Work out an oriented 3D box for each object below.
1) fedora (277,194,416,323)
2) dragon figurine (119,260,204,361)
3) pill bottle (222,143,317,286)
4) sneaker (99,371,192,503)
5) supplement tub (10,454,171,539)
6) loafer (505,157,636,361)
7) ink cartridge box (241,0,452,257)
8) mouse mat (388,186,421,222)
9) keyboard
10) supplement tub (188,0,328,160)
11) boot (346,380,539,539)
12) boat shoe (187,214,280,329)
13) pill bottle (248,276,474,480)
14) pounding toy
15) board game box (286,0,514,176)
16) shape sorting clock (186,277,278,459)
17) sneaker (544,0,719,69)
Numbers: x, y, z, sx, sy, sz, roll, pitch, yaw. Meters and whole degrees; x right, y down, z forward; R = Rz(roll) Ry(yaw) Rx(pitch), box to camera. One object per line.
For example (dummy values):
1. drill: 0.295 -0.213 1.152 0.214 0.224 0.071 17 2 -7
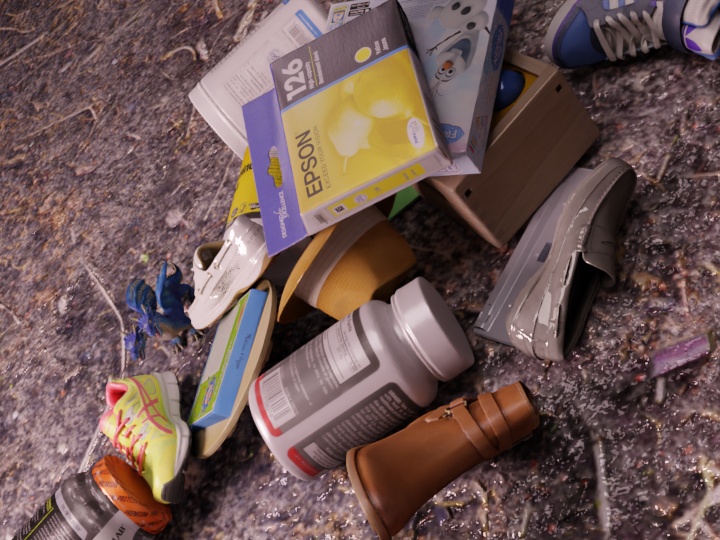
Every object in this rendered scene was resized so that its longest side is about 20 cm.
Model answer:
1. fedora: 0.000 0.000 1.104 0.082 0.201 0.201 38 84 11
2. dragon figurine: -0.240 0.032 1.304 0.058 0.099 0.202 -27 44 19
3. pill bottle: -0.089 -0.093 1.267 0.111 0.112 0.202 -14 50 31
4. sneaker: -0.234 0.180 1.168 0.200 0.089 0.079 -124 45 -59
5. supplement tub: -0.296 0.297 1.123 0.200 0.122 0.122 -47 41 -1
6. loafer: 0.206 -0.008 0.991 0.069 0.070 0.202 22 81 42
7. ink cartridge box: -0.027 -0.140 1.038 0.198 0.047 0.200 -24 55 14
8. mouse mat: 0.037 -0.141 1.281 0.160 0.008 0.201 -38 43 10
9. keyboard: 0.176 -0.018 1.065 0.056 0.011 0.202 18 71 41
10. supplement tub: -0.106 -0.245 1.389 0.200 0.132 0.132 -42 41 5
11. boot: 0.074 0.147 0.905 0.153 0.074 0.200 -25 4 12
12. boat shoe: -0.149 -0.003 1.181 0.200 0.069 0.071 -42 10 48
13. pill bottle: 0.002 0.101 1.035 0.199 0.114 0.115 -34 42 13
14. pounding toy: 0.096 -0.146 1.120 0.184 0.142 0.200 -48 39 -2
15. board game box: 0.040 -0.185 1.079 0.197 0.043 0.202 -1 62 30
16. shape sorting clock: -0.135 0.103 1.161 0.201 0.039 0.201 -59 18 31
17. sneaker: 0.293 -0.246 1.091 0.199 0.081 0.147 -32 38 8
